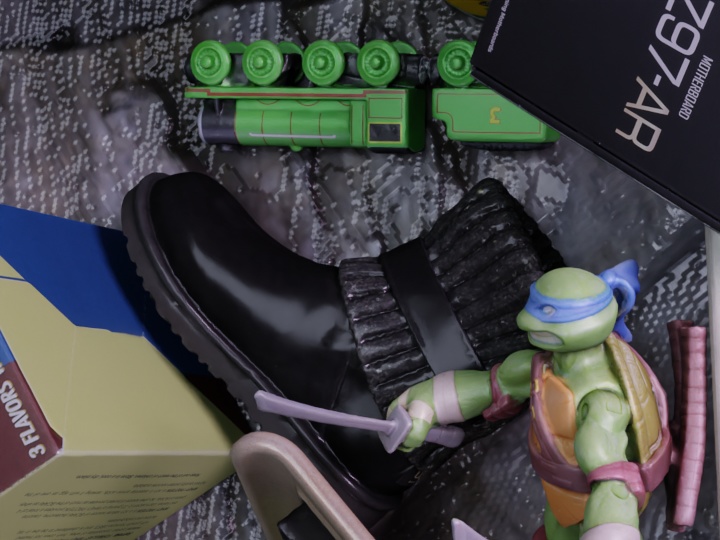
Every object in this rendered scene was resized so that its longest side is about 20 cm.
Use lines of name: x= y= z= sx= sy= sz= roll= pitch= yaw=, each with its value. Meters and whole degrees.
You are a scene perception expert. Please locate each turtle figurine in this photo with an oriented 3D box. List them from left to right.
turtle figurine: x=0.061 y=0.107 z=0.727 sx=0.144 sy=0.200 sz=0.194 roll=3 pitch=123 yaw=39

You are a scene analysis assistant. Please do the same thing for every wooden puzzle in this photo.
wooden puzzle: x=0.021 y=0.165 z=0.756 sx=0.037 sy=0.185 sz=0.200 roll=-42 pitch=72 yaw=-13

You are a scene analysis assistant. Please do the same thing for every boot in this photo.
boot: x=0.001 y=0.000 z=0.831 sx=0.158 sy=0.079 sz=0.211 roll=-42 pitch=82 yaw=20

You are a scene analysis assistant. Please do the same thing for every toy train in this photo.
toy train: x=0.005 y=-0.085 z=0.864 sx=0.200 sy=0.042 sz=0.056 roll=2 pitch=96 yaw=21

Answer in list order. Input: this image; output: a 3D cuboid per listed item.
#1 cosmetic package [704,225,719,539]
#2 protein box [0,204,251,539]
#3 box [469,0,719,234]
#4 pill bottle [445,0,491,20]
cosmetic package: x=0.189 y=0.037 z=0.745 sx=0.073 sy=0.104 sz=0.200 roll=-5 pitch=84 yaw=20
protein box: x=-0.194 y=0.082 z=0.837 sx=0.200 sy=0.199 sz=0.135 roll=-35 pitch=73 yaw=15
box: x=0.140 y=-0.129 z=0.672 sx=0.160 sy=0.044 sz=0.200 roll=38 pitch=121 yaw=32
pill bottle: x=0.045 y=-0.181 z=0.769 sx=0.113 sy=0.200 sz=0.113 roll=-2 pitch=84 yaw=21
